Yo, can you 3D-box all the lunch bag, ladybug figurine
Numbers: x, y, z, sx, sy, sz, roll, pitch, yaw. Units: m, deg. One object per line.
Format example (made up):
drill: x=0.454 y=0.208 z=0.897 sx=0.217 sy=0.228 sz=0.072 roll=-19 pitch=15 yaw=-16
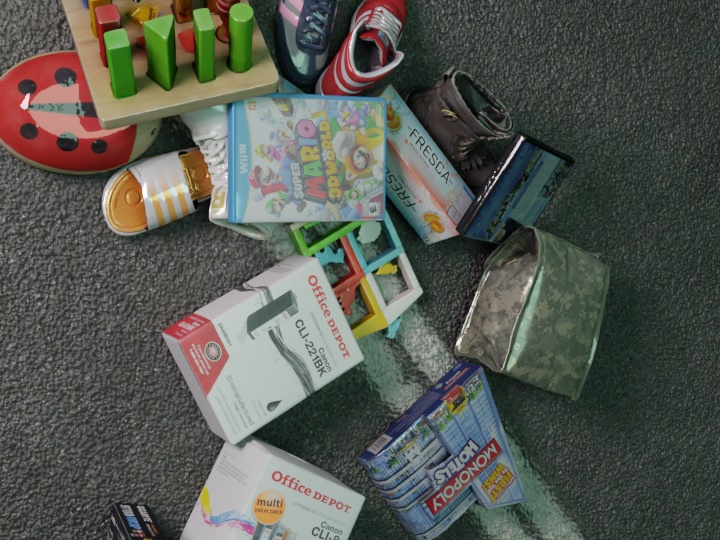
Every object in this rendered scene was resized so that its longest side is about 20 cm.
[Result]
lunch bag: x=0.240 y=0.050 z=1.418 sx=0.163 sy=0.117 sz=0.203 roll=21 pitch=89 yaw=-36
ladybug figurine: x=-0.311 y=-0.175 z=1.167 sx=0.197 sy=0.072 sz=0.138 roll=-6 pitch=97 yaw=-25

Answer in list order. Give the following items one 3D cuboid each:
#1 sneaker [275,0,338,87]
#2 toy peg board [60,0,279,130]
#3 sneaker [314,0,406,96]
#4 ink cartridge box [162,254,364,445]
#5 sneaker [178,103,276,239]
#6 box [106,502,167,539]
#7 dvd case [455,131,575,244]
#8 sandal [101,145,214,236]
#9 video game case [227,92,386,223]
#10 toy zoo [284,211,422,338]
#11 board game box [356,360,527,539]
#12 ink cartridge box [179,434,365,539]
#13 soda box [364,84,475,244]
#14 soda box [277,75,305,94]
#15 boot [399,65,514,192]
sneaker: x=-0.056 y=-0.324 z=1.272 sx=0.069 sy=0.082 sz=0.203 roll=0 pitch=96 yaw=-28
toy peg board: x=-0.207 y=-0.277 z=1.129 sx=0.197 sy=0.098 sz=0.201 roll=-15 pitch=64 yaw=-16
sneaker: x=0.022 y=-0.286 z=1.280 sx=0.071 sy=0.112 sz=0.202 roll=33 pitch=64 yaw=-13
ink cartridge box: x=-0.114 y=0.091 z=1.276 sx=0.199 sy=0.083 sz=0.146 roll=-31 pitch=106 yaw=-21
sneaker: x=-0.151 y=-0.118 z=1.198 sx=0.200 sy=0.073 sz=0.117 roll=42 pitch=55 yaw=-37
box: x=-0.252 y=0.361 z=1.166 sx=0.045 sy=0.200 sz=0.162 roll=9 pitch=90 yaw=-21
dvd case: x=0.203 y=-0.099 z=1.361 sx=0.144 sy=0.017 sz=0.199 roll=-58 pitch=154 yaw=13
sandal: x=-0.203 y=-0.107 z=1.231 sx=0.205 sy=0.059 sz=0.080 roll=-27 pitch=104 yaw=-22
video game case: x=-0.058 y=-0.128 z=1.210 sx=0.197 sy=0.018 sz=0.146 roll=-3 pitch=97 yaw=-30
toy zoo: x=0.000 y=0.000 z=1.359 sx=0.130 sy=0.020 sz=0.202 roll=-30 pitch=106 yaw=-21
board game box: x=0.128 y=0.264 z=1.420 sx=0.200 sy=0.061 sz=0.201 roll=-40 pitch=109 yaw=-18
ink cartridge box: x=-0.116 y=0.317 z=1.260 sx=0.144 sy=0.144 sz=0.202 roll=28 pitch=81 yaw=-24
soda box: x=0.062 y=-0.131 z=1.337 sx=0.201 sy=0.068 sz=0.064 roll=51 pitch=51 yaw=-20
soda box: x=-0.137 y=-0.207 z=1.247 sx=0.199 sy=0.063 sz=0.069 roll=33 pitch=66 yaw=-25
boot: x=0.140 y=-0.170 z=1.327 sx=0.200 sy=0.174 sz=0.070 roll=41 pitch=77 yaw=-21
